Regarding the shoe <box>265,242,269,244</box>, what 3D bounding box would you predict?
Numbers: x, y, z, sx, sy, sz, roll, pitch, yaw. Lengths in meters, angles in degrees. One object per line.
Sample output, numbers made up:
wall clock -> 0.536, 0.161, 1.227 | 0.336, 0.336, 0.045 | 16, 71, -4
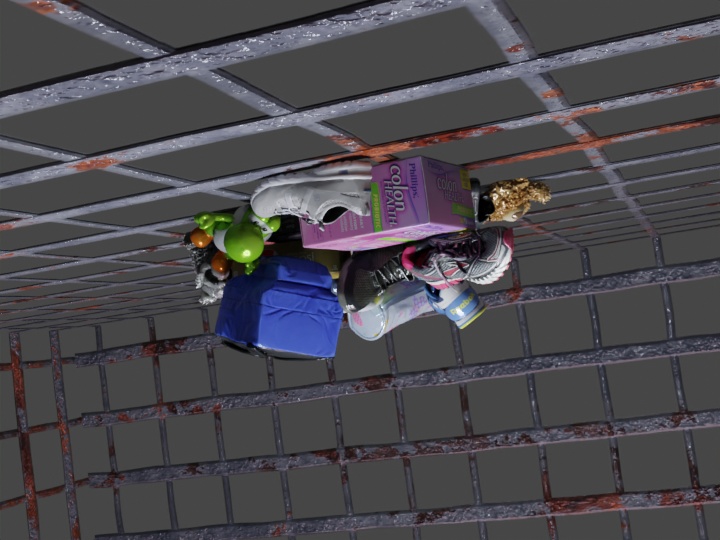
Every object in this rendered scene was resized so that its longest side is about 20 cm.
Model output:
shoe -> -0.172, -0.028, 1.912 | 0.071, 0.091, 0.200 | -10, 175, 29

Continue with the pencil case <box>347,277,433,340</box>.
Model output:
pencil case -> 0.065, 0.057, 1.794 | 0.091, 0.083, 0.200 | -21, -178, 43

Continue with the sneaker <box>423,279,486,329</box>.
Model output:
sneaker -> 0.146, 0.032, 1.684 | 0.074, 0.082, 0.200 | -45, -165, -3

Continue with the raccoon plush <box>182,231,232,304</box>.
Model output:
raccoon plush -> -0.259, -0.002, 1.817 | 0.097, 0.134, 0.200 | -8, 175, -4

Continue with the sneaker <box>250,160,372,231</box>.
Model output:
sneaker -> -0.070, -0.091, 1.358 | 0.200, 0.082, 0.075 | -11, 174, 39

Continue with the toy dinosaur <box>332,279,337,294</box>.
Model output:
toy dinosaur -> -0.068, 0.008, 1.828 | 0.181, 0.105, 0.200 | 13, -171, -20

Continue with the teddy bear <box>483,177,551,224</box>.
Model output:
teddy bear -> 0.254, -0.112, 1.746 | 0.145, 0.067, 0.200 | -9, 176, -12

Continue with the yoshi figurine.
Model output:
yoshi figurine -> -0.200, -0.047, 1.574 | 0.112, 0.112, 0.200 | 3, 167, -33

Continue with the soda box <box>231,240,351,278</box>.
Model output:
soda box -> -0.118, -0.013, 1.730 | 0.200, 0.064, 0.068 | -7, 171, 17

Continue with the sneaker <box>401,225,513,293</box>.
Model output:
sneaker -> 0.143, -0.019, 1.463 | 0.075, 0.081, 0.200 | 23, 152, -32

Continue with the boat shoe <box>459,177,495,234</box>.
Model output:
boat shoe -> 0.181, -0.100, 1.615 | 0.066, 0.075, 0.199 | -12, 153, 12

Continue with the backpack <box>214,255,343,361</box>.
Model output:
backpack -> -0.132, 0.063, 1.626 | 0.162, 0.168, 0.200 | 18, 169, -29

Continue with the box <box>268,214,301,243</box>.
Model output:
box -> -0.053, -0.081, 1.679 | 0.200, 0.044, 0.160 | -11, 169, 38

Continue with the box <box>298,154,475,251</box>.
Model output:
box -> 0.039, -0.092, 1.453 | 0.200, 0.097, 0.176 | -11, 174, 26

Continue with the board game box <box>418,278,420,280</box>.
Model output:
board game box -> 0.119, -0.061, 1.701 | 0.045, 0.135, 0.200 | -13, 176, -7

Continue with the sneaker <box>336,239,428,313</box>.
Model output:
sneaker -> 0.046, -0.004, 1.564 | 0.114, 0.076, 0.199 | -6, -156, 39

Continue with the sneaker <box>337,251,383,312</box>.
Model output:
sneaker -> 0.000, 0.000, 1.668 | 0.076, 0.105, 0.200 | -7, -167, 14
